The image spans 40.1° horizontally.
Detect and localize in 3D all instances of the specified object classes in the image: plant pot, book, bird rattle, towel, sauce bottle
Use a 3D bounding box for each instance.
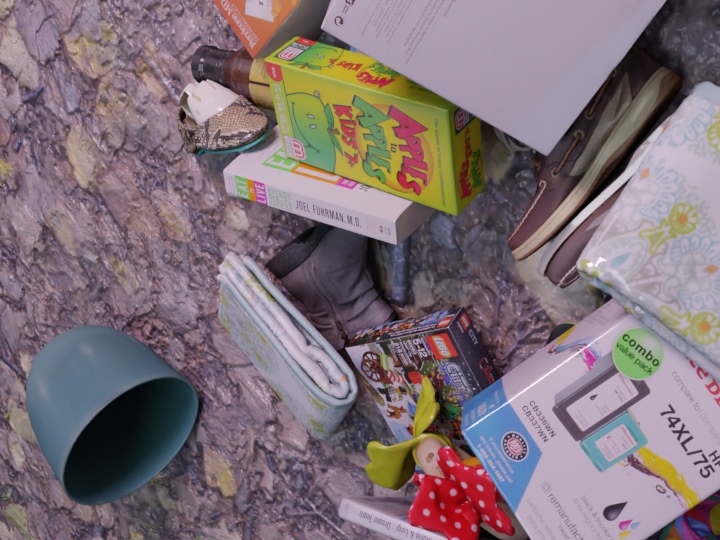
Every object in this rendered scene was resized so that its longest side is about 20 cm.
[{"bbox_3d":[-0.332,0.167,1.264,0.161,0.198,0.203,41,130,30],"label":"plant pot"},{"bbox_3d":[-0.014,-0.089,0.932,0.197,0.133,0.049,17,130,30],"label":"book"},{"bbox_3d":[0.099,0.190,0.899,0.162,0.114,0.199,34,176,-28],"label":"bird rattle"},{"bbox_3d":[0.278,-0.013,0.708,0.199,0.172,0.048,36,168,2],"label":"towel"},{"bbox_3d":[-0.083,0.084,1.072,0.201,0.048,0.172,50,162,10],"label":"towel"},{"bbox_3d":[-0.086,-0.194,0.990,0.197,0.064,0.066,19,121,30],"label":"sauce bottle"}]

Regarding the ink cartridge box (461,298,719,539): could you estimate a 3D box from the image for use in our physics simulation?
[{"bbox_3d":[0.202,0.123,0.801,0.199,0.146,0.148,-36,86,6],"label":"ink cartridge box"}]

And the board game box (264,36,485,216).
[{"bbox_3d":[0.011,-0.128,0.856,0.198,0.048,0.103,22,138,33],"label":"board game box"}]

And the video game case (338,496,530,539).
[{"bbox_3d":[0.101,0.260,0.971,0.179,0.199,0.024,13,85,33],"label":"video game case"}]

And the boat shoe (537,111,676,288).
[{"bbox_3d":[0.224,-0.047,0.813,0.060,0.071,0.201,48,125,13],"label":"boat shoe"}]

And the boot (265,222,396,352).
[{"bbox_3d":[0.000,0.000,1.020,0.133,0.070,0.199,53,137,-5],"label":"boot"}]

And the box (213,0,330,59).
[{"bbox_3d":[-0.052,-0.309,0.889,0.125,0.097,0.200,54,132,5],"label":"box"}]

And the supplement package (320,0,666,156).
[{"bbox_3d":[0.106,-0.236,0.719,0.197,0.148,0.192,26,129,-11],"label":"supplement package"}]

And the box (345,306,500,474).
[{"bbox_3d":[0.086,0.140,0.997,0.135,0.038,0.202,-14,112,41],"label":"box"}]

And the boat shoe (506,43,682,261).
[{"bbox_3d":[0.177,-0.098,0.819,0.072,0.072,0.201,42,121,13],"label":"boat shoe"}]

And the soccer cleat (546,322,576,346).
[{"bbox_3d":[0.206,0.150,0.905,0.067,0.081,0.204,-4,107,38],"label":"soccer cleat"}]

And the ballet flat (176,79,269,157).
[{"bbox_3d":[-0.155,-0.158,1.012,0.076,0.067,0.199,59,163,-17],"label":"ballet flat"}]

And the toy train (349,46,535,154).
[{"bbox_3d":[0.075,-0.152,0.884,0.202,0.084,0.115,55,148,-8],"label":"toy train"}]

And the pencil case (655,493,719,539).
[{"bbox_3d":[0.288,0.291,0.904,0.088,0.088,0.203,33,128,21],"label":"pencil case"}]
